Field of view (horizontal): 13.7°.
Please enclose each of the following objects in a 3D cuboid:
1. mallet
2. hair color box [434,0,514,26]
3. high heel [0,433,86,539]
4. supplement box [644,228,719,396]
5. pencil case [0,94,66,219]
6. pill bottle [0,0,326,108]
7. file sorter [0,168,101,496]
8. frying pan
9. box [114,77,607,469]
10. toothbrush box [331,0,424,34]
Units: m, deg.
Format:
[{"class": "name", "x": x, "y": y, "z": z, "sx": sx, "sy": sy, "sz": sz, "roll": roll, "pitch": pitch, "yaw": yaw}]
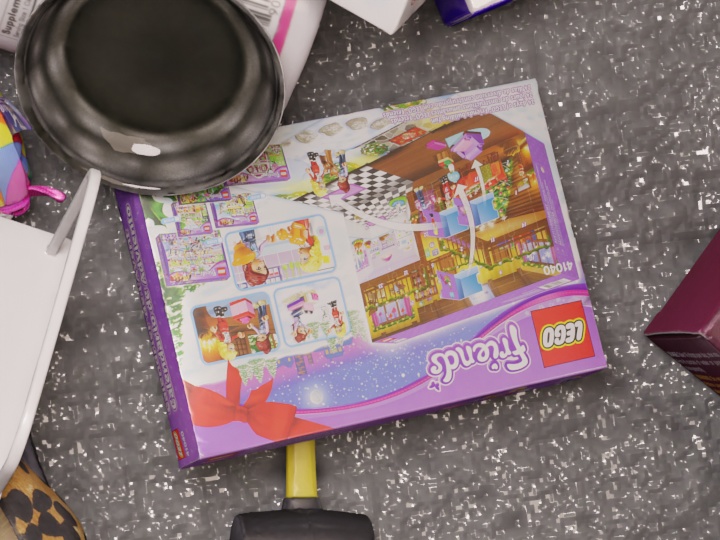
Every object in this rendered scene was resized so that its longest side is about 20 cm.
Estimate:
[{"class": "mallet", "x": -0.037, "y": 0.051, "z": 1.351, "sx": 0.065, "sy": 0.041, "sz": 0.201, "roll": -7, "pitch": 86, "yaw": -14}, {"class": "hair color box", "x": 0.055, "y": -0.225, "z": 1.360, "sx": 0.109, "sy": 0.065, "sz": 0.201, "roll": -22, "pitch": 94, "yaw": -10}, {"class": "high heel", "x": -0.198, "y": 0.074, "z": 1.233, "sx": 0.199, "sy": 0.143, "sz": 0.072, "roll": 29, "pitch": 108, "yaw": -33}, {"class": "supplement box", "x": 0.253, "y": 0.039, "z": 1.369, "sx": 0.200, "sy": 0.103, "sz": 0.131, "roll": 38, "pitch": 84, "yaw": -7}, {"class": "pencil case", "x": -0.234, "y": -0.028, "z": 1.291, "sx": 0.199, "sy": 0.088, "sz": 0.089, "roll": -24, "pitch": 93, "yaw": -8}, {"class": "pill bottle", "x": -0.116, "y": -0.143, "z": 1.300, "sx": 0.199, "sy": 0.113, "sz": 0.114, "roll": 17, "pitch": 85, "yaw": -9}, {"class": "file sorter", "x": -0.216, "y": 0.004, "z": 1.169, "sx": 0.199, "sy": 0.125, "sz": 0.140, "roll": 18, "pitch": 67, "yaw": -9}, {"class": "frying pan", "x": -0.088, "y": -0.112, "z": 1.229, "sx": 0.114, "sy": 0.031, "sz": 0.191, "roll": 2, "pitch": 127, "yaw": 4}, {"class": "box", "x": 0.000, "y": 0.000, "z": 1.333, "sx": 0.199, "sy": 0.039, "sz": 0.138, "roll": -11, "pitch": 83, "yaw": -20}, {"class": "toothbrush box", "x": -0.032, "y": -0.215, "z": 1.217, "sx": 0.199, "sy": 0.086, "sz": 0.146, "roll": 30, "pitch": 126, "yaw": 8}]
